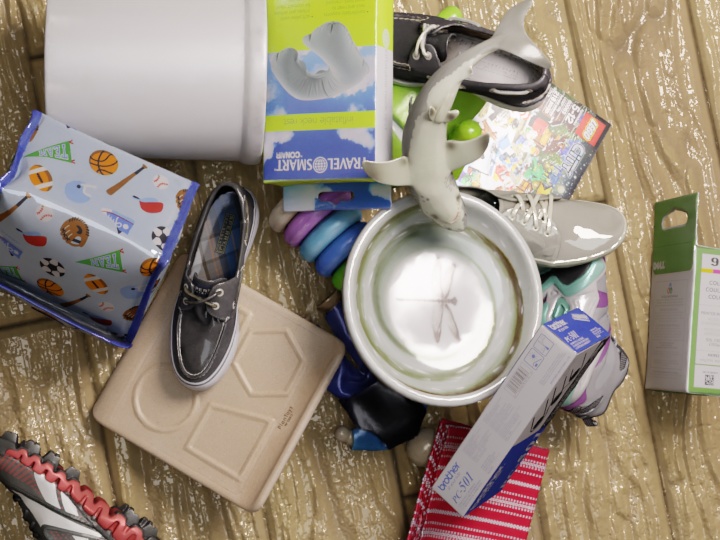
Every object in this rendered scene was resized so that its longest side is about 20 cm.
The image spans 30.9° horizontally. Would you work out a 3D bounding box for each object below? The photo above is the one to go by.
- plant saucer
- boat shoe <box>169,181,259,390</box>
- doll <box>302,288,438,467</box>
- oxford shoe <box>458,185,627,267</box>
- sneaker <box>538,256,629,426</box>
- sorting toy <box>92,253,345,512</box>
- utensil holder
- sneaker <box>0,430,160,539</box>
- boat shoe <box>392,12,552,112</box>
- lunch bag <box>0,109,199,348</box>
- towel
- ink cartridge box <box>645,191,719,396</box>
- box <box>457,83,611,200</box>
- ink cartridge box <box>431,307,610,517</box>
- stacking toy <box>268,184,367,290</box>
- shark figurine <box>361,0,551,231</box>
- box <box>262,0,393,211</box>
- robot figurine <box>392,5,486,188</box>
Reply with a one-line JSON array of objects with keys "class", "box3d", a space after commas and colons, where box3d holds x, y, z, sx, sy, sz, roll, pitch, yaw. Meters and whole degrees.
[{"class": "plant saucer", "box3d": [0.073, 0.028, 1.227, 0.197, 0.050, 0.204, 3, 81, -16]}, {"class": "boat shoe", "box3d": [-0.141, 0.011, 1.237, 0.069, 0.066, 0.203, 14, 80, 10]}, {"class": "doll", "box3d": [0.018, 0.114, 1.312, 0.136, 0.048, 0.201, -39, 95, -9]}, {"class": "oxford shoe", "box3d": [0.165, -0.048, 1.281, 0.197, 0.058, 0.076, 4, 57, 1]}, {"class": "sneaker", "box3d": [0.234, 0.061, 1.337, 0.140, 0.077, 0.203, 37, 60, -43]}, {"class": "sorting toy", "box3d": [-0.137, 0.108, 1.269, 0.198, 0.036, 0.187, 28, 83, 12]}, {"class": "utensil holder", "box3d": [-0.191, -0.189, 1.226, 0.197, 0.170, 0.173, 2, 87, -8]}, {"class": "sneaker", "box3d": [-0.289, 0.234, 1.236, 0.200, 0.071, 0.098, 39, 79, -8]}, {"class": "boat shoe", "box3d": [0.082, -0.200, 1.210, 0.197, 0.060, 0.075, 22, 82, 7]}, {"class": "lunch bag", "box3d": [-0.261, -0.017, 1.195, 0.168, 0.200, 0.125, 26, 51, -9]}, {"class": "towel", "box3d": [0.113, 0.264, 1.319, 0.143, 0.022, 0.203, 18, 84, -28]}, {"class": "ink cartridge box", "box3d": [0.347, 0.027, 1.351, 0.058, 0.104, 0.204, 4, 86, -11]}, {"class": "box", "box3d": [0.154, -0.103, 1.352, 0.136, 0.038, 0.202, 32, 82, -8]}, {"class": "ink cartridge box", "box3d": [0.150, 0.132, 1.217, 0.044, 0.094, 0.201, 40, 115, 19]}, {"class": "stacking toy", "box3d": [0.000, 0.000, 1.275, 0.085, 0.085, 0.201, -38, 84, -10]}, {"class": "shark figurine", "box3d": [0.071, -0.147, 1.160, 0.126, 0.090, 0.217, 12, 120, -20]}, {"class": "box", "box3d": [-0.030, -0.158, 1.203, 0.120, 0.048, 0.204, 0, 89, 25]}, {"class": "robot figurine", "box3d": [0.047, -0.166, 1.294, 0.175, 0.116, 0.200, 43, 80, 12]}]
